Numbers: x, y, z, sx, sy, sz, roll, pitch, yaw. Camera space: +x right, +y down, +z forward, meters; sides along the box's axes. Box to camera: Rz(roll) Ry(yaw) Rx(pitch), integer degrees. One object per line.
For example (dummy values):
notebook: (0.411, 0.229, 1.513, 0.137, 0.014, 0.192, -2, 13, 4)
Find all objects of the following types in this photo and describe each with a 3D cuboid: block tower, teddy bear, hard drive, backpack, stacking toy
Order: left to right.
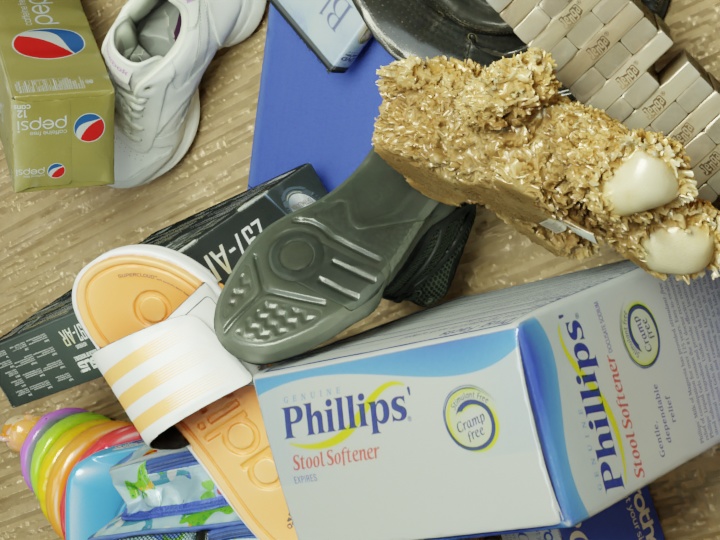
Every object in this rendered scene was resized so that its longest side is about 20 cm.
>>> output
stacking toy: (-0.198, 0.140, 1.338, 0.200, 0.116, 0.110, 24, 118, 49)
backpack: (-0.046, 0.153, 1.142, 0.199, 0.183, 0.148, -7, 97, 32)
hard drive: (-0.005, -0.108, 1.133, 0.132, 0.025, 0.201, 25, 118, 33)
teddy bear: (0.094, -0.056, 0.914, 0.067, 0.145, 0.200, -58, 30, -10)
block tower: (0.142, -0.091, 0.932, 0.054, 0.058, 0.200, -43, 97, 15)

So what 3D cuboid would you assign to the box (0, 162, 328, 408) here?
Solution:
box: (-0.125, 0.010, 1.157, 0.200, 0.160, 0.044, -20, 104, 52)

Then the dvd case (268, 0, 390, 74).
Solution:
dvd case: (-0.001, -0.233, 1.071, 0.143, 0.018, 0.200, 50, 120, 22)

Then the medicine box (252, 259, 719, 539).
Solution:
medicine box: (0.080, 0.066, 0.993, 0.182, 0.200, 0.104, -14, 94, 42)

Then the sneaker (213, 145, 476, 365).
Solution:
sneaker: (0.000, 0.000, 1.034, 0.076, 0.199, 0.115, 31, 148, 21)

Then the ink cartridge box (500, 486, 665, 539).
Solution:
ink cartridge box: (0.146, 0.213, 1.052, 0.044, 0.094, 0.201, -18, 91, 41)

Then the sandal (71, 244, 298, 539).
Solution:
sandal: (-0.078, 0.076, 1.004, 0.079, 0.059, 0.207, -37, 94, 17)

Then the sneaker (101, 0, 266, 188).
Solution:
sneaker: (-0.139, -0.127, 1.193, 0.075, 0.099, 0.200, 47, 129, 17)

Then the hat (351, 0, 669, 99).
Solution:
hat: (0.063, -0.170, 0.985, 0.199, 0.081, 0.202, 7, 111, 19)

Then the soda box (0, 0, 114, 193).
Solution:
soda box: (-0.203, -0.127, 1.202, 0.200, 0.064, 0.068, -117, 26, -54)
